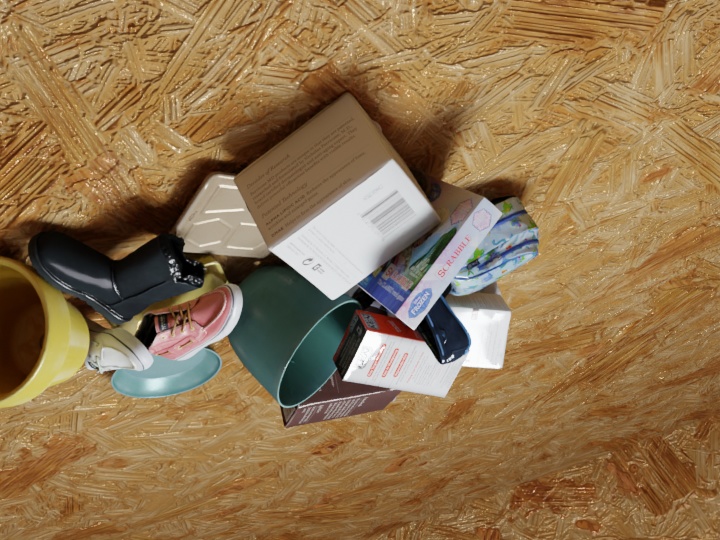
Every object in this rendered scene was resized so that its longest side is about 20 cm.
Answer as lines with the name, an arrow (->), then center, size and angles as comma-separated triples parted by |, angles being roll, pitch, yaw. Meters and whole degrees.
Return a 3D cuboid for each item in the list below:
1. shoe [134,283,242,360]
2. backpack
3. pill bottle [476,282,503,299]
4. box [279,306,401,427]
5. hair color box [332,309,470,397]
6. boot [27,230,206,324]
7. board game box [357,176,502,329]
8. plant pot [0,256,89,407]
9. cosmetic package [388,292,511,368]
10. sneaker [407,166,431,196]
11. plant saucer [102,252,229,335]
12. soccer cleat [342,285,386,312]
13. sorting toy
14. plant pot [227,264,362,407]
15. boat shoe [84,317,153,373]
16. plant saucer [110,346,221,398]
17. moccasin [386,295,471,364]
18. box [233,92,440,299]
shoe -> -0.267, 0.080, 1.524 | 0.090, 0.072, 0.199 | 7, 147, -43
backpack -> 0.188, -0.037, 1.600 | 0.200, 0.154, 0.163 | -43, 168, -8
pill bottle -> 0.158, 0.070, 1.801 | 0.197, 0.116, 0.115 | -22, 152, 6
box -> -0.048, 0.170, 1.791 | 0.197, 0.167, 0.166 | -8, 161, -17
hair color box -> 0.066, 0.135, 1.603 | 0.198, 0.061, 0.102 | 13, 117, -29
boot -> -0.329, -0.015, 1.370 | 0.167, 0.077, 0.200 | -25, 133, 24
board game box -> 0.089, -0.032, 1.424 | 0.041, 0.200, 0.200 | 38, 89, -23
plant pot -> -0.484, 0.094, 1.418 | 0.198, 0.204, 0.189 | -21, 168, 8
cosmetic package -> 0.147, 0.097, 1.702 | 0.197, 0.081, 0.115 | 2, 110, -10
sneaker -> 0.017, -0.098, 1.491 | 0.198, 0.071, 0.075 | -21, 171, 15
plant saucer -> -0.299, 0.040, 1.562 | 0.197, 0.049, 0.201 | -17, 152, -2
soccer cleat -> 0.011, 0.029, 1.706 | 0.199, 0.073, 0.069 | -7, 121, -60
sorting toy -> -0.173, -0.081, 1.433 | 0.198, 0.037, 0.185 | -1, 149, -37
plant pot -> -0.119, 0.086, 1.580 | 0.200, 0.160, 0.202 | -44, 157, -24
boat shoe -> -0.392, 0.130, 1.534 | 0.067, 0.198, 0.074 | -45, 123, -27
plant saucer -> -0.348, 0.168, 1.781 | 0.197, 0.036, 0.201 | -13, 151, -7
moccasin -> 0.090, 0.057, 1.551 | 0.068, 0.200, 0.081 | -33, 157, -22
box -> -0.028, -0.094, 1.343 | 0.199, 0.132, 0.199 | -35, 149, 8
